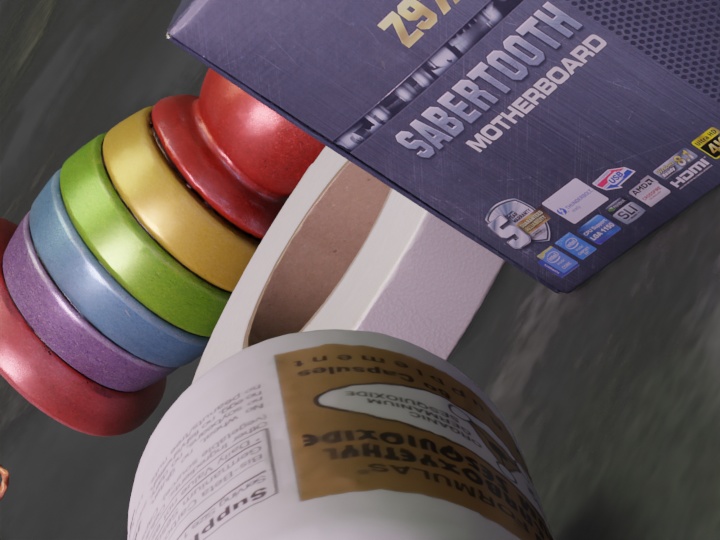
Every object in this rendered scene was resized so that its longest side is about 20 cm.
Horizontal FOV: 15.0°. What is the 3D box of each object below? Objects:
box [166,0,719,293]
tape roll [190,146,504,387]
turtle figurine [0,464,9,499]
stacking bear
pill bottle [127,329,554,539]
[{"bbox_3d":[0.057,-0.087,0.791,0.200,0.157,0.051,-39,23,49],"label":"box"},{"bbox_3d":[0.000,0.000,1.032,0.203,0.037,0.203,-52,16,22],"label":"tape roll"},{"bbox_3d":[-0.225,0.183,1.329,0.200,0.064,0.162,-28,39,46],"label":"turtle figurine"},{"bbox_3d":[-0.077,-0.030,1.217,0.200,0.121,0.114,-44,16,18],"label":"stacking bear"},{"bbox_3d":[0.000,0.099,0.673,0.115,0.114,0.200,-54,15,13],"label":"pill bottle"}]
